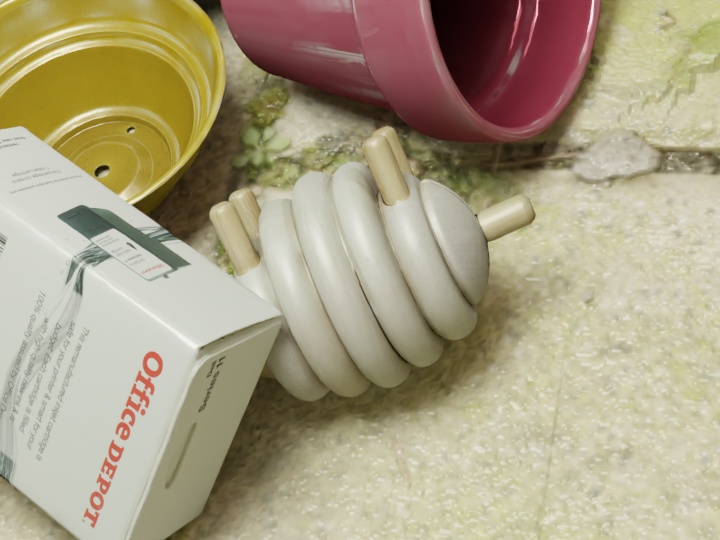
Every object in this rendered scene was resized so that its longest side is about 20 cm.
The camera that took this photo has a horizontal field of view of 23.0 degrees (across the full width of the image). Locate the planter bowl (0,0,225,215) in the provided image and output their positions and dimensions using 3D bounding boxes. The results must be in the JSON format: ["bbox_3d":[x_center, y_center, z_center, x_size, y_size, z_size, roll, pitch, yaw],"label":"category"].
[{"bbox_3d":[-0.170,-0.082,1.094,0.200,0.084,0.201,-6,55,9],"label":"planter bowl"}]

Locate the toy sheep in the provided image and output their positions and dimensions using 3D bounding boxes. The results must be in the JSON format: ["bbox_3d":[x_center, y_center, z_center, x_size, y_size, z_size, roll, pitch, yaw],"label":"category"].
[{"bbox_3d":[0.000,0.000,0.968,0.199,0.138,0.138,-22,53,13],"label":"toy sheep"}]

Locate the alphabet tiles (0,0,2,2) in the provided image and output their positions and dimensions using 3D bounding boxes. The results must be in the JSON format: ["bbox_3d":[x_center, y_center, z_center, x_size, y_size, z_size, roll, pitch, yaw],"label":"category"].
[{"bbox_3d":[-0.264,-0.149,1.210,0.199,0.008,0.168,-14,54,4],"label":"alphabet tiles"}]

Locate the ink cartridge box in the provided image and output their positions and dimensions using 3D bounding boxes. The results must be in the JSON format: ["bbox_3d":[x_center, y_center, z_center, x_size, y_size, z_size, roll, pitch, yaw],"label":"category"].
[{"bbox_3d":[-0.157,0.037,0.948,0.200,0.147,0.083,35,28,20],"label":"ink cartridge box"}]

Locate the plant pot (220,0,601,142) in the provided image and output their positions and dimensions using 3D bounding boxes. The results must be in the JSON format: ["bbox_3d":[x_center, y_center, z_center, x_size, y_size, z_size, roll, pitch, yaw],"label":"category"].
[{"bbox_3d":[0.021,-0.178,1.061,0.178,0.200,0.200,6,56,36],"label":"plant pot"}]
